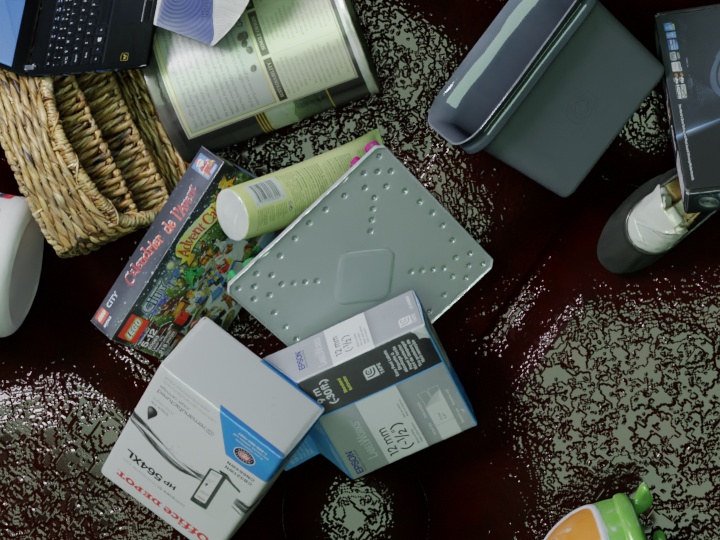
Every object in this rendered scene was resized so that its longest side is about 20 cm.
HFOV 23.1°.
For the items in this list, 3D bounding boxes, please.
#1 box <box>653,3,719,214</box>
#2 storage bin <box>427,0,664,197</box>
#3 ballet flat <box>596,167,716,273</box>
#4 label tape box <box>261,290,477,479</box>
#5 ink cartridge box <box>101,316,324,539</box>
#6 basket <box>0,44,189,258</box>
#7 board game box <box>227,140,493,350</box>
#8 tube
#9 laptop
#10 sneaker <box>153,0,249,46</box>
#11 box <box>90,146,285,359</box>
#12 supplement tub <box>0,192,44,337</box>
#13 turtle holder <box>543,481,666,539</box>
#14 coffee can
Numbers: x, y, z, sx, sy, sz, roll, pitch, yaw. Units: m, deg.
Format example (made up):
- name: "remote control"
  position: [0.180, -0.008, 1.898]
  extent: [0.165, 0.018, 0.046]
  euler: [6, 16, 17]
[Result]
- name: "box"
  position: [0.369, -0.159, 1.660]
  extent: [0.160, 0.044, 0.200]
  euler: [-6, 65, 5]
- name: "storage bin"
  position: [0.180, -0.175, 1.680]
  extent: [0.134, 0.146, 0.200]
  euler: [35, 96, -24]
- name: "ballet flat"
  position: [0.310, -0.069, 1.698]
  extent: [0.200, 0.068, 0.068]
  euler: [-40, 91, 6]
- name: "label tape box"
  position: [-0.007, 0.125, 1.701]
  extent: [0.200, 0.066, 0.143]
  euler: [-26, 126, 3]
- name: "ink cartridge box"
  position: [-0.144, 0.163, 1.683]
  extent: [0.146, 0.084, 0.200]
  euler: [36, 136, 3]
- name: "basket"
  position: [-0.258, -0.129, 1.703]
  extent: [0.149, 0.143, 0.200]
  euler: [-23, 91, 6]
- name: "board game box"
  position: [0.000, 0.000, 1.692]
  extent: [0.200, 0.026, 0.200]
  euler: [-43, 127, 5]
- name: "tube"
  position: [-0.045, -0.076, 1.694]
  extent: [0.052, 0.200, 0.058]
  euler: [38, 134, 36]
- name: "laptop"
  position: [-0.290, -0.278, 1.621]
  extent: [0.200, 0.103, 0.177]
  euler: [-2, 68, 22]
- name: "sneaker"
  position: [-0.110, -0.301, 1.611]
  extent: [0.080, 0.115, 0.200]
  euler: [25, 102, 4]
- name: "box"
  position: [-0.155, -0.007, 1.707]
  extent: [0.038, 0.137, 0.200]
  euler: [37, 96, 37]
- name: "supplement tub"
  position: [-0.421, -0.019, 1.723]
  extent: [0.200, 0.140, 0.141]
  euler: [11, 94, 4]
- name: "turtle holder"
  position: [0.242, 0.302, 1.699]
  extent: [0.132, 0.186, 0.141]
  euler: [-20, 59, 5]
- name: "coffee can"
  position: [-0.098, -0.204, 1.685]
  extent: [0.200, 0.146, 0.147]
  euler: [-20, 91, 5]
